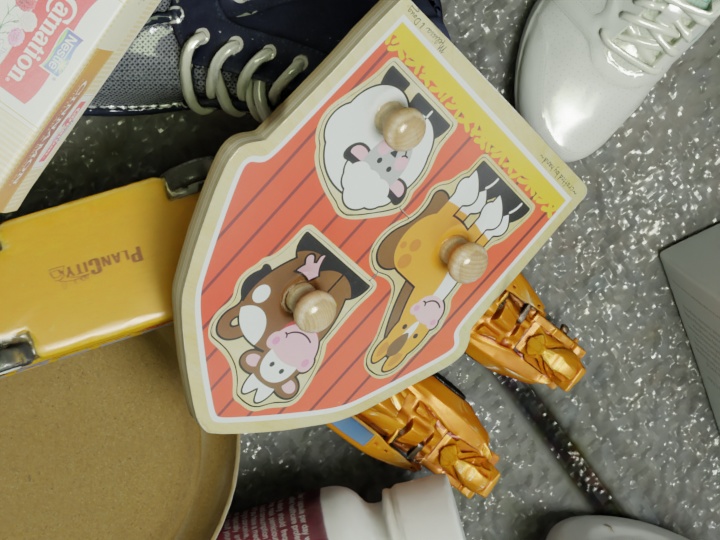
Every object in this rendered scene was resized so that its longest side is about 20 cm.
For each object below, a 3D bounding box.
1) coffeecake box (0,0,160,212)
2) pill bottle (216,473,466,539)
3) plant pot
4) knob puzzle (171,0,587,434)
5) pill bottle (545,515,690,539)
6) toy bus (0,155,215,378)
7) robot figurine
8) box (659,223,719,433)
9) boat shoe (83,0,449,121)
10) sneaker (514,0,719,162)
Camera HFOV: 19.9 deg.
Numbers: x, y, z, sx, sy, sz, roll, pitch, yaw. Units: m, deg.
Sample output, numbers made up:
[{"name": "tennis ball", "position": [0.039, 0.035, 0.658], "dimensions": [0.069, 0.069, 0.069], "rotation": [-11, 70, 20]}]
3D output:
[{"name": "coffeecake box", "position": [-0.189, -0.143, 0.862], "dimensions": [0.200, 0.073, 0.154], "rotation": [36, 96, 0]}, {"name": "pill bottle", "position": [-0.041, 0.172, 0.999], "dimensions": [0.199, 0.114, 0.115], "rotation": [-16, 111, 2]}, {"name": "plant pot", "position": [-0.156, 0.080, 0.960], "dimensions": [0.199, 0.027, 0.201], "rotation": [3, 74, -9]}, {"name": "knob puzzle", "position": [0.000, 0.000, 0.913], "dimensions": [0.219, 0.030, 0.220], "rotation": [-21, 132, -25]}, {"name": "pill bottle", "position": [0.125, 0.240, 1.085], "dimensions": [0.109, 0.110, 0.201], "rotation": [11, 104, -18]}, {"name": "toy bus", "position": [-0.134, 0.006, 0.926], "dimensions": [0.199, 0.078, 0.065], "rotation": [-18, 86, -13]}, {"name": "robot figurine", "position": [0.010, 0.019, 1.011], "dimensions": [0.200, 0.058, 0.145], "rotation": [36, 94, -23]}, {"name": "box", "position": [0.247, 0.074, 1.057], "dimensions": [0.097, 0.124, 0.201], "rotation": [-24, 112, -7]}, {"name": "boat shoe", "position": [-0.053, -0.097, 0.922], "dimensions": [0.199, 0.093, 0.075], "rotation": [-19, 138, -9]}, {"name": "sneaker", "position": [0.143, -0.137, 0.988], "dimensions": [0.070, 0.080, 0.201], "rotation": [30, 99, -23]}]
